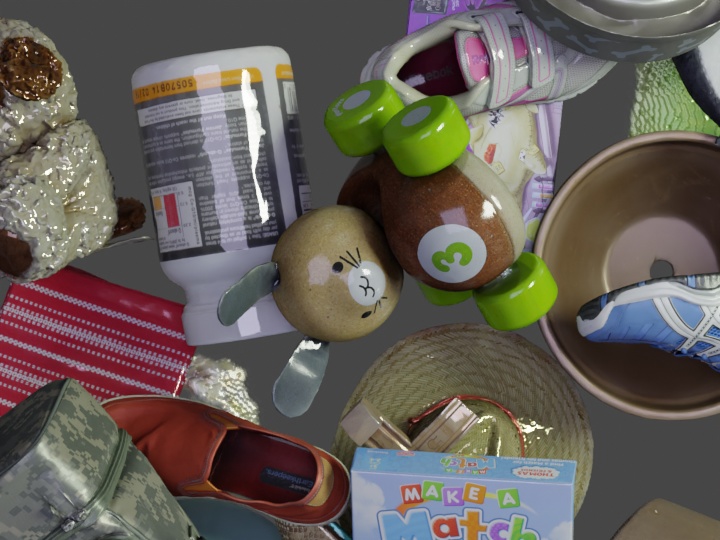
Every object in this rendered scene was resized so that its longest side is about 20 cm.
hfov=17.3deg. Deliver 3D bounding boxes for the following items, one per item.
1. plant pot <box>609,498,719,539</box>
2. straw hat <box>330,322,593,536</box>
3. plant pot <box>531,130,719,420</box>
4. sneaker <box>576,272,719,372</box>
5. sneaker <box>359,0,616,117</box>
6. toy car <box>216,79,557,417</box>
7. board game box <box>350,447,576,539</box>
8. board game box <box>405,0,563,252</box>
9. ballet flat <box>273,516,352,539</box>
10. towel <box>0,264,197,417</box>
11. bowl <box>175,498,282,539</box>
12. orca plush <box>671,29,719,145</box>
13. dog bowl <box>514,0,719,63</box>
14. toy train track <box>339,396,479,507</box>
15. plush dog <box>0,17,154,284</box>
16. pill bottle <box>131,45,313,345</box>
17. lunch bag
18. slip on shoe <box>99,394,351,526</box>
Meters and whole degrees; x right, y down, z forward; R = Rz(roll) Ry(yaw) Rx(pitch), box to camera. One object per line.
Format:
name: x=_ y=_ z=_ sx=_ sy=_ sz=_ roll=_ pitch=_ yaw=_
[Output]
plant pot: x=0.242 y=0.255 z=1.655 sx=0.175 sy=0.200 sz=0.200 roll=35 pitch=92 yaw=18
straw hat: x=0.072 y=0.139 z=1.691 sx=0.201 sy=0.085 sz=0.201 roll=0 pitch=92 yaw=2
plant pot: x=0.218 y=0.002 z=1.679 sx=0.200 sy=0.093 sz=0.201 roll=0 pitch=92 yaw=2
sneaker: x=0.246 y=0.041 z=1.596 sx=0.200 sy=0.076 sz=0.077 roll=-1 pitch=88 yaw=3
sneaker: x=0.096 y=-0.146 z=1.653 sx=0.200 sy=0.088 sz=0.081 roll=-20 pitch=91 yaw=3
toy car: x=0.000 y=0.000 z=1.589 sx=0.200 sy=0.158 sz=0.164 roll=-40 pitch=118 yaw=-17
board game box: x=0.071 y=0.219 z=1.628 sx=0.151 sy=0.037 sz=0.200 roll=3 pitch=116 yaw=9
board game box: x=0.086 y=-0.107 z=1.713 sx=0.120 sy=0.032 sz=0.200 roll=5 pitch=92 yaw=6
ballet flat: x=0.000 y=0.230 z=1.690 sx=0.200 sy=0.071 sz=0.065 roll=37 pitch=86 yaw=-9
towel: x=-0.207 y=0.097 z=1.697 sx=0.144 sy=0.022 sz=0.200 roll=17 pitch=74 yaw=3
bowl: x=-0.122 y=0.268 z=1.691 sx=0.200 sy=0.105 sz=0.201 roll=0 pitch=91 yaw=1
orca plush: x=0.258 y=-0.164 z=1.681 sx=0.105 sy=0.071 sz=0.200 roll=-19 pitch=68 yaw=-5
dog bowl: x=0.184 y=-0.231 z=1.628 sx=0.200 sy=0.059 sz=0.200 roll=3 pitch=64 yaw=-6
toy train track: x=0.066 y=0.166 z=1.638 sx=0.200 sy=0.033 sz=0.115 roll=41 pitch=111 yaw=-5
plush dog: x=-0.235 y=-0.093 z=1.667 sx=0.160 sy=0.200 sz=0.172 roll=-19 pitch=103 yaw=-31
pill bottle: x=-0.092 y=-0.052 z=1.673 sx=0.116 sy=0.116 sz=0.200 roll=-8 pitch=91 yaw=2
lunch bag: x=-0.215 y=0.195 z=1.594 sx=0.200 sy=0.139 sz=0.168 roll=-37 pitch=106 yaw=13
slip on shoe: x=-0.104 y=0.127 z=1.641 sx=0.200 sy=0.061 sz=0.074 roll=15 pitch=75 yaw=16
